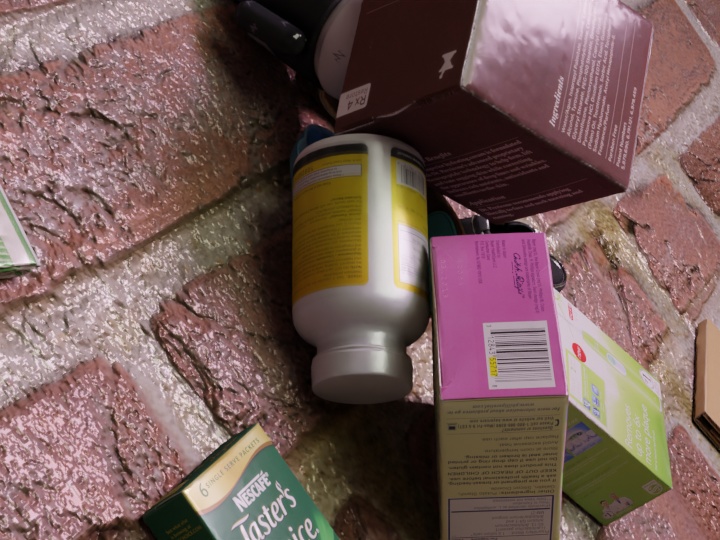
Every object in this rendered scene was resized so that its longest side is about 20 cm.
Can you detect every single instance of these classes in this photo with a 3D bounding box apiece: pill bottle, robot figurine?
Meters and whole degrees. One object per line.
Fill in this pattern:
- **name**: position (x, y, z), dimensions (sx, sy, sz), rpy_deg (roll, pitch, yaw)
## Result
- **pill bottle**: position (0.000, 0.000, 1.327), dimensions (0.112, 0.112, 0.201), rpy_deg (23, 59, -45)
- **robot figurine**: position (-0.030, -0.238, 1.504), dimensions (0.200, 0.150, 0.125), rpy_deg (39, -10, 29)

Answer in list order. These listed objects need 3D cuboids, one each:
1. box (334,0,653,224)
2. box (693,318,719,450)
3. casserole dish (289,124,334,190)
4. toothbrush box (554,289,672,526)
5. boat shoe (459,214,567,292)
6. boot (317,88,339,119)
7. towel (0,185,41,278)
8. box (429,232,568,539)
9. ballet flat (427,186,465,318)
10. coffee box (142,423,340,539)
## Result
- **box**: position (0.115, -0.161, 1.382), dimensions (0.199, 0.165, 0.165), rpy_deg (27, 65, -33)
- **box**: position (0.453, 0.169, 1.956), dimensions (0.164, 0.021, 0.200), rpy_deg (46, 29, -16)
- **casserole dish**: position (0.002, -0.051, 1.485), dimensions (0.199, 0.039, 0.122), rpy_deg (30, 38, -37)
- **toothbrush box**: position (0.197, 0.120, 1.551), dimensions (0.200, 0.086, 0.146), rpy_deg (39, 32, -25)
- **boat shoe**: position (0.156, -0.013, 1.651), dimensions (0.199, 0.067, 0.072), rpy_deg (19, 43, -50)
- **boot**: position (0.031, -0.187, 1.635), dimensions (0.199, 0.072, 0.155), rpy_deg (25, 39, -33)
- **towel**: position (-0.304, -0.053, 1.038), dimensions (0.200, 0.023, 0.153), rpy_deg (-8, 66, -57)
- **box**: position (0.107, 0.103, 1.312), dimensions (0.177, 0.096, 0.201), rpy_deg (-91, 179, -47)
- **ballet flat**: position (0.060, -0.042, 1.459), dimensions (0.063, 0.068, 0.201), rpy_deg (34, 34, -58)
- **coffee box**: position (-0.052, 0.213, 1.117), dimensions (0.201, 0.044, 0.123), rpy_deg (55, 29, 0)
